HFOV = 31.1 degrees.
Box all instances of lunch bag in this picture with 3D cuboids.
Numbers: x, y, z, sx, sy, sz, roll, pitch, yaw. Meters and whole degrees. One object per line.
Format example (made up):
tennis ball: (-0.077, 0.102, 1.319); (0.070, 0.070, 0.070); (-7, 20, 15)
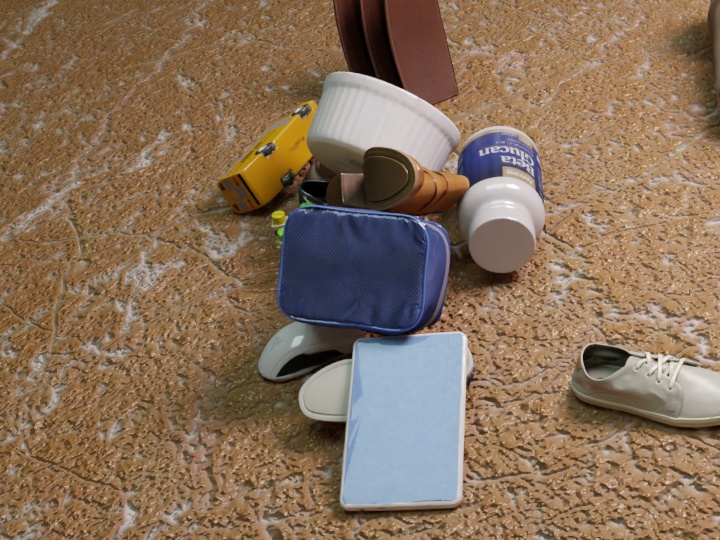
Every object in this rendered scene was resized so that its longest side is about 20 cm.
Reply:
lunch bag: (0.000, 0.000, 1.482); (0.199, 0.137, 0.132); (8, 0, 17)

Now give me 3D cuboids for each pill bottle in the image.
pill bottle: (0.177, -0.088, 1.632); (0.110, 0.112, 0.201); (-10, 35, 11)

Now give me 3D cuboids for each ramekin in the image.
ramekin: (0.025, -0.172, 1.720); (0.200, 0.200, 0.098); (16, 77, 39)

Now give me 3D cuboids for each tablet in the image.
tablet: (0.047, 0.157, 1.366); (0.129, 0.014, 0.201); (-4, 57, 15)

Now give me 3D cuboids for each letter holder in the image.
letter holder: (0.050, -0.349, 1.980); (0.141, 0.201, 0.101); (-23, 34, -9)

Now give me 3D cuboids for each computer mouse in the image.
computer mouse: (-0.034, 0.073, 1.556); (0.199, 0.044, 0.110); (-23, 35, -8)

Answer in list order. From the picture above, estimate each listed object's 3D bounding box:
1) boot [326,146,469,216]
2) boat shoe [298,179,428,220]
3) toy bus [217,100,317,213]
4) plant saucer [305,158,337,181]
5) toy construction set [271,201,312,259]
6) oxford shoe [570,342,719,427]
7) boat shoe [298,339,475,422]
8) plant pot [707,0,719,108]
boot: (0.067, -0.103, 1.543); (0.154, 0.074, 0.200); (1, -3, -27)
boat shoe: (-0.003, -0.085, 1.750); (0.199, 0.063, 0.073); (9, 42, 33)
toy bus: (-0.123, -0.170, 1.911); (0.078, 0.065, 0.200); (-16, 27, 43)
plant saucer: (0.011, -0.157, 1.878); (0.199, 0.032, 0.201); (-11, 34, 8)
toy construction set: (-0.028, -0.044, 1.687); (0.199, 0.092, 0.131); (-14, 32, 23)
oxford shoe: (0.310, 0.115, 1.334); (0.199, 0.058, 0.075); (8, 39, 30)
boat shoe: (0.031, 0.128, 1.437); (0.199, 0.060, 0.074); (-19, 65, 4)
plant pot: (0.544, -0.286, 1.705); (0.199, 0.200, 0.174); (6, 56, 30)
